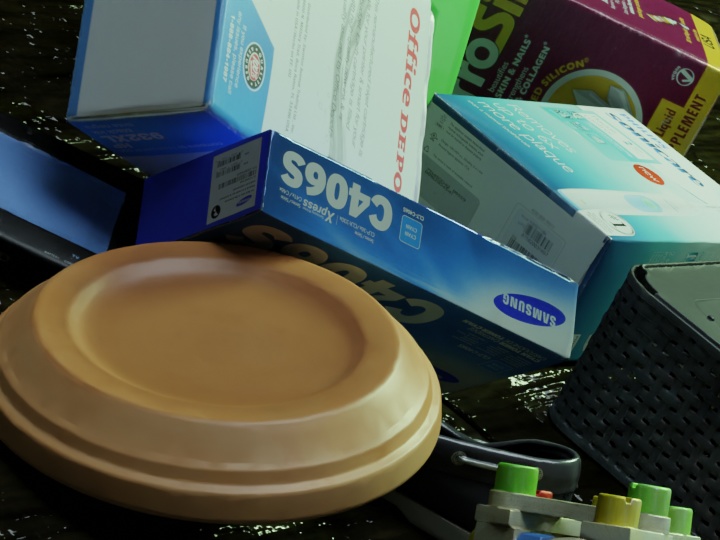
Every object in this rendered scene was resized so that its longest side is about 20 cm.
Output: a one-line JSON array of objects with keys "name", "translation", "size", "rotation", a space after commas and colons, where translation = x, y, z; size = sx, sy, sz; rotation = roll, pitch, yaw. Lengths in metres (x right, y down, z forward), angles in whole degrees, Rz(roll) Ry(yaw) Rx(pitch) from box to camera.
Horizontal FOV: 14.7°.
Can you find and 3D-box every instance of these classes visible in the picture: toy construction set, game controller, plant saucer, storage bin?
[{"name": "toy construction set", "translation": [0.123, 0.135, 1.193], "size": [0.131, 0.092, 0.200], "rotation": [3, -22, 48]}, {"name": "game controller", "translation": [-0.167, -0.039, 1.313], "size": [0.199, 0.042, 0.104], "rotation": [25, 21, -8]}, {"name": "plant saucer", "translation": [-0.062, 0.039, 1.184], "size": [0.199, 0.038, 0.200], "rotation": [6, 26, -3]}, {"name": "storage bin", "translation": [0.215, 0.088, 1.434], "size": [0.200, 0.094, 0.135], "rotation": [41, 24, 28]}]

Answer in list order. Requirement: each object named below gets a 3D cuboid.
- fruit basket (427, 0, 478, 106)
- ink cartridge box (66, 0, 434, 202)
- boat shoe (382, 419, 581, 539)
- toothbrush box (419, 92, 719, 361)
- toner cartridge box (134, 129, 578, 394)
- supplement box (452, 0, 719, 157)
[{"name": "fruit basket", "translation": [-0.039, -0.195, 1.592], "size": [0.155, 0.217, 0.215], "rotation": [-1, -4, 43]}, {"name": "ink cartridge box", "translation": [-0.049, -0.105, 1.374], "size": [0.083, 0.146, 0.200], "rotation": [-5, -21, 28]}, {"name": "boat shoe", "translation": [0.009, 0.062, 1.273], "size": [0.200, 0.063, 0.073], "rotation": [30, 21, 4]}, {"name": "toothbrush box", "translation": [0.128, -0.024, 1.594], "size": [0.146, 0.085, 0.200], "rotation": [42, 23, 31]}, {"name": "toner cartridge box", "translation": [0.000, 0.000, 1.317], "size": [0.200, 0.095, 0.043], "rotation": [25, 62, -36]}, {"name": "supplement box", "translation": [0.111, -0.126, 1.741], "size": [0.199, 0.131, 0.103], "rotation": [24, 22, -11]}]
